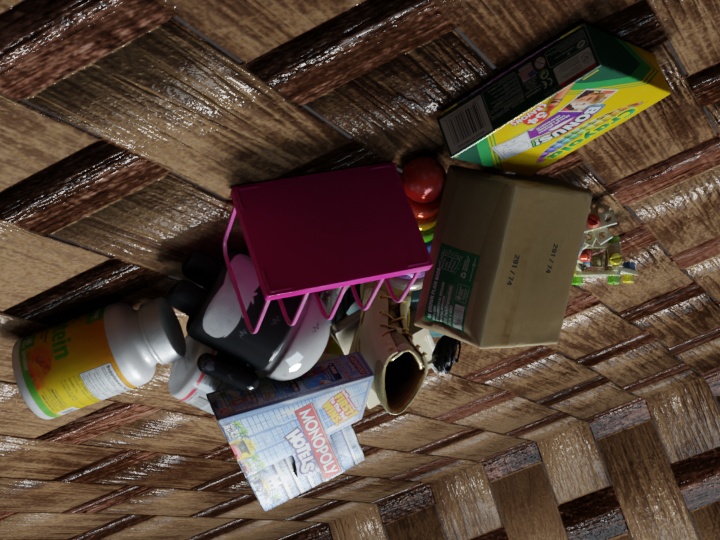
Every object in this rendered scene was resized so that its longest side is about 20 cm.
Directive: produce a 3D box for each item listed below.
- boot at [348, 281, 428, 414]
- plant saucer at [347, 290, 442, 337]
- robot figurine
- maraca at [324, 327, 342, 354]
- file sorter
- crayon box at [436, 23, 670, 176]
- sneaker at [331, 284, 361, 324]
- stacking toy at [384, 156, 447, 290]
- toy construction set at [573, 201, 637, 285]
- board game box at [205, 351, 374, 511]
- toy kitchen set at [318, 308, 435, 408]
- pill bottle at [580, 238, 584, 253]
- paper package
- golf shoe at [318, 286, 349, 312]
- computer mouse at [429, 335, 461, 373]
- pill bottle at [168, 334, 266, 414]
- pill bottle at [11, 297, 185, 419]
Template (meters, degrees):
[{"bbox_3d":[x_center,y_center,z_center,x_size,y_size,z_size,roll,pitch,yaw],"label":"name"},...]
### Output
[{"bbox_3d":[0.044,0.070,1.702,0.073,0.200,0.155,12,-169,-19],"label":"boot"},{"bbox_3d":[0.065,0.064,1.952,0.200,0.027,0.200,8,163,2],"label":"plant saucer"},{"bbox_3d":[-0.134,0.053,1.629,0.200,0.125,0.150,28,109,-11],"label":"robot figurine"},{"bbox_3d":[-0.005,0.131,2.028,0.199,0.137,0.107,3,127,9],"label":"maraca"},{"bbox_3d":[-0.046,-0.021,1.540,0.200,0.139,0.125,-11,155,-22],"label":"file sorter"},{"bbox_3d":[0.214,-0.181,1.469,0.200,0.058,0.172,-30,158,32],"label":"crayon box"},{"bbox_3d":[0.000,0.000,1.800,0.200,0.073,0.082,-29,-161,0],"label":"sneaker"},{"bbox_3d":[0.065,-0.062,1.618,0.085,0.085,0.200,-14,147,-13],"label":"stacking toy"},{"bbox_3d":[0.334,-0.028,1.967,0.131,0.092,0.200,2,159,19],"label":"toy construction set"},{"bbox_3d":[-0.065,0.198,1.690,0.200,0.062,0.200,-26,126,-6],"label":"board game box"},{"bbox_3d":[-0.028,0.080,1.887,0.200,0.180,0.163,-30,133,-8],"label":"toy kitchen set"},{"bbox_3d":[0.217,-0.016,1.861,0.112,0.112,0.200,-8,159,-28],"label":"pill bottle"},{"bbox_3d":[0.172,-0.017,1.593,0.103,0.200,0.190,19,-169,38],"label":"paper package"},{"bbox_3d":[-0.035,0.014,1.717,0.097,0.078,0.200,-13,147,-53],"label":"golf shoe"},{"bbox_3d":[0.115,0.030,1.801,0.053,0.139,0.200,14,137,20],"label":"computer mouse"},{"bbox_3d":[-0.142,0.151,1.744,0.200,0.109,0.109,27,141,-21],"label":"pill bottle"},{"bbox_3d":[-0.330,0.106,1.698,0.200,0.111,0.111,-21,161,7],"label":"pill bottle"}]
